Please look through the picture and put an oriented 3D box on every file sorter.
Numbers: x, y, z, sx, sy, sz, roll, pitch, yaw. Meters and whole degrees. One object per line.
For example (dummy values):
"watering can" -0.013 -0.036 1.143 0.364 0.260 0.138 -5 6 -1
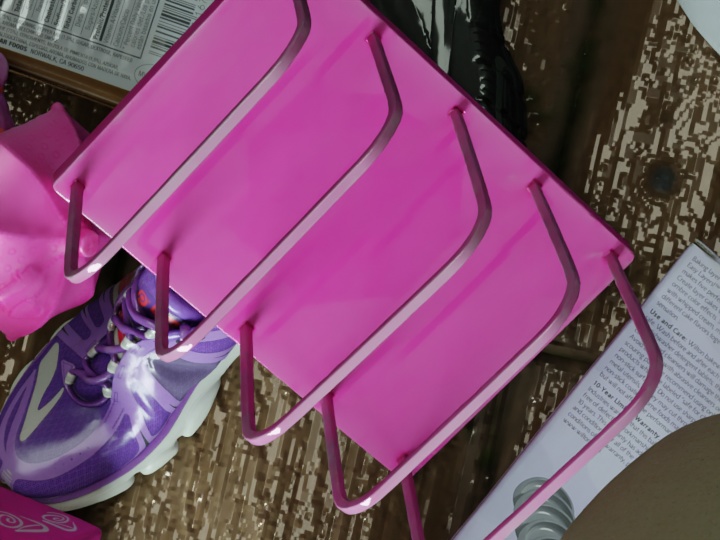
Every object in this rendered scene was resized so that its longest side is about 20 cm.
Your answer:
"file sorter" 0.000 0.000 0.823 0.200 0.126 0.139 41 104 -19

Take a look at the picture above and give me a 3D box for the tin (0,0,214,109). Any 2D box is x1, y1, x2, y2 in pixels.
"tin" -0.132 -0.139 0.940 0.199 0.042 0.113 18 89 -12

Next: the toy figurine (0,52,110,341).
"toy figurine" -0.189 -0.027 0.924 0.183 0.150 0.201 -24 73 22

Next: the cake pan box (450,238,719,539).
"cake pan box" 0.154 0.119 0.857 0.200 0.052 0.185 39 98 19

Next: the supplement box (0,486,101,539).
"supplement box" -0.197 0.192 0.915 0.103 0.101 0.201 18 102 19

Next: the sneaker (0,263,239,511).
"sneaker" -0.091 0.023 0.932 0.200 0.083 0.081 -43 72 10

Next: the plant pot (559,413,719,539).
"plant pot" 0.143 0.129 0.752 0.199 0.201 0.135 -8 45 17

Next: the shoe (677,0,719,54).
"shoe" 0.211 -0.108 0.863 0.091 0.072 0.200 -24 46 -24

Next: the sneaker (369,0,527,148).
"sneaker" 0.020 -0.123 0.921 0.090 0.076 0.202 -3 81 21
